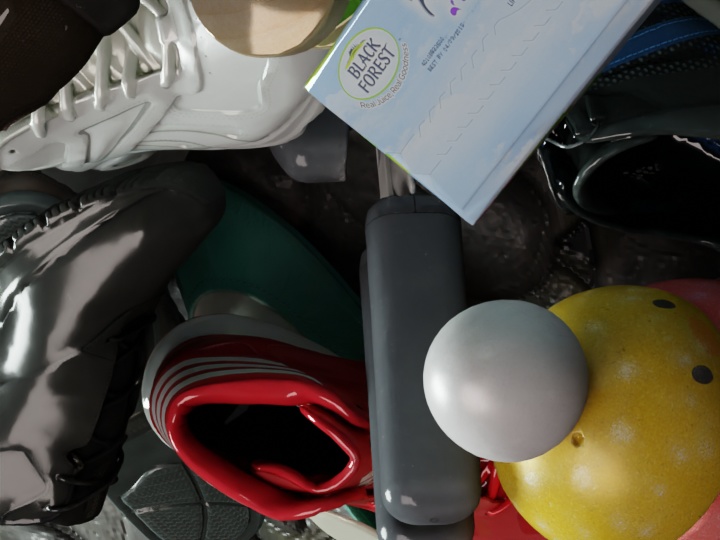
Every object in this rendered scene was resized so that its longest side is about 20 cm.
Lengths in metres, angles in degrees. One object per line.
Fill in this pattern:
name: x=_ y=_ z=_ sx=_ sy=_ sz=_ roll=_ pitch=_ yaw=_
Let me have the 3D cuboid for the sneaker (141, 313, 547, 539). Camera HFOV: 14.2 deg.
sneaker: x=0.021 y=0.072 z=1.021 sx=0.199 sy=0.116 sz=0.079 roll=7 pitch=101 yaw=-6

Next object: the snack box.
snack box: x=0.085 y=-0.131 z=0.785 sx=0.068 sy=0.200 sz=0.169 roll=37 pitch=137 yaw=-1

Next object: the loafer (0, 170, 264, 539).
loafer: x=-0.098 y=0.029 z=1.117 sx=0.071 sy=0.063 sz=0.200 roll=-20 pitch=130 yaw=12

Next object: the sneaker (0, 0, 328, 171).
sneaker: x=-0.086 y=-0.065 z=0.957 sx=0.200 sy=0.099 sz=0.078 roll=-20 pitch=86 yaw=51

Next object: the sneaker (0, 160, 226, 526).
sneaker: x=-0.106 y=0.037 z=1.014 sx=0.200 sy=0.076 sz=0.091 roll=-43 pitch=81 yaw=32

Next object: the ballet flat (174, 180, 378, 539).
ballet flat: x=-0.014 y=0.051 z=1.102 sx=0.200 sy=0.070 sz=0.067 roll=46 pitch=140 yaw=-8

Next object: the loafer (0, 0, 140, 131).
loafer: x=-0.133 y=-0.081 z=0.861 sx=0.073 sy=0.071 sz=0.200 roll=39 pitch=173 yaw=-22

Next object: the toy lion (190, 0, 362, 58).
toy lion: x=-0.042 y=-0.188 z=0.834 sx=0.200 sy=0.069 sz=0.192 roll=35 pitch=108 yaw=14

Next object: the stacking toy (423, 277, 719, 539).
stacking toy: x=0.090 y=0.053 z=0.920 sx=0.146 sy=0.147 sz=0.200 roll=-7 pitch=164 yaw=37

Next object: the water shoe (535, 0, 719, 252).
water shoe: x=0.076 y=-0.062 z=0.938 sx=0.199 sy=0.079 sz=0.072 roll=26 pitch=136 yaw=12

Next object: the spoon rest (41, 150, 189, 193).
spoon rest: x=-0.163 y=-0.075 z=1.084 sx=0.199 sy=0.100 sz=0.061 roll=31 pitch=137 yaw=-9

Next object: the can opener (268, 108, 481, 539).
can opener: x=0.000 y=0.000 z=0.967 sx=0.066 sy=0.201 sz=0.053 roll=-1 pitch=148 yaw=-4
